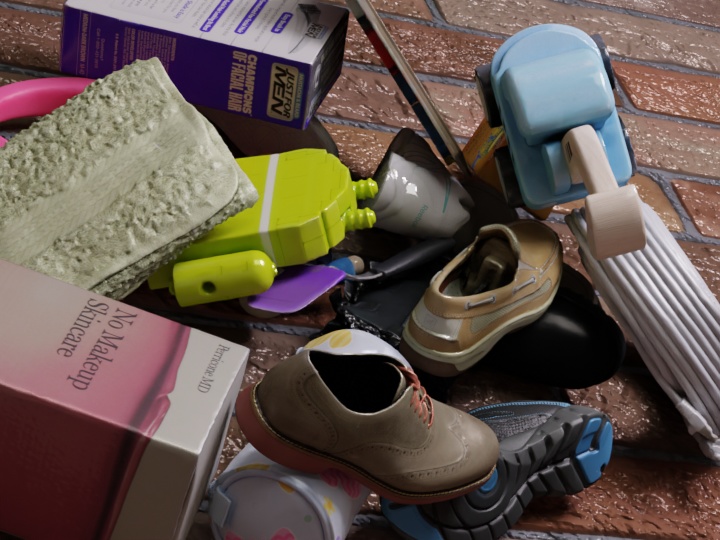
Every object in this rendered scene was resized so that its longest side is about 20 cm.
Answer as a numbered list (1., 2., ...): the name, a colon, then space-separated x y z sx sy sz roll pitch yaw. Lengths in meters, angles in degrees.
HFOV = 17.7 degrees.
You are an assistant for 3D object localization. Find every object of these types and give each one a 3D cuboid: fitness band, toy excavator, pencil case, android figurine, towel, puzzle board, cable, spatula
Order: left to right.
1. fitness band: -0.204 -0.093 1.685 0.143 0.038 0.200 -24 37 -34
2. towel: -0.185 -0.049 1.576 0.200 0.037 0.148 -35 69 -14
3. android figurine: -0.086 -0.036 1.640 0.199 0.041 0.182 -9 28 5
4. pencil case: -0.028 0.115 1.488 0.091 0.083 0.200 37 33 -3
5. spatula: 0.000 0.000 1.629 0.056 0.021 0.200 8 15 41
6. puzzle board: 0.025 -0.162 1.784 0.200 0.017 0.151 59 2 7
7. toy excavator: 0.148 -0.090 1.624 0.100 0.200 0.195 -14 80 0
8. cable: 0.226 0.030 1.698 0.200 0.069 0.200 56 5 -9

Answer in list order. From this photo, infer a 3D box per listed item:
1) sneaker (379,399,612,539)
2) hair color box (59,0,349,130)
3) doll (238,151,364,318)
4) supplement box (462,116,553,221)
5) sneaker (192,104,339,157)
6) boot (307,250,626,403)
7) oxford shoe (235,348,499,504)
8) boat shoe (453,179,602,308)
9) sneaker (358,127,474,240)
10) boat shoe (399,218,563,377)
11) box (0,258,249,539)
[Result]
1. sneaker: 0.079 0.135 1.561 0.200 0.074 0.082 -13 21 -42
2. hair color box: -0.119 -0.177 1.779 0.199 0.065 0.109 13 31 10
3. doll: -0.063 -0.022 1.703 0.136 0.049 0.200 8 30 0
4. supplement box: 0.129 -0.091 1.834 0.069 0.067 0.200 35 4 -8
5. sneaker: -0.079 -0.148 1.864 0.200 0.071 0.099 32 37 22
6. boot: 0.075 0.054 1.658 0.198 0.074 0.162 24 29 17
7. oxford shoe: 0.022 0.093 1.421 0.200 0.075 0.071 12 45 -41
8. boat shoe: 0.119 0.001 1.797 0.073 0.063 0.200 -41 48 -7
9. sneaker: 0.044 -0.056 1.786 0.080 0.071 0.200 27 14 -4
10. boat shoe: 0.096 0.001 1.616 0.071 0.076 0.200 22 33 15
11. box: -0.184 0.086 1.401 0.199 0.109 0.128 19 31 2
